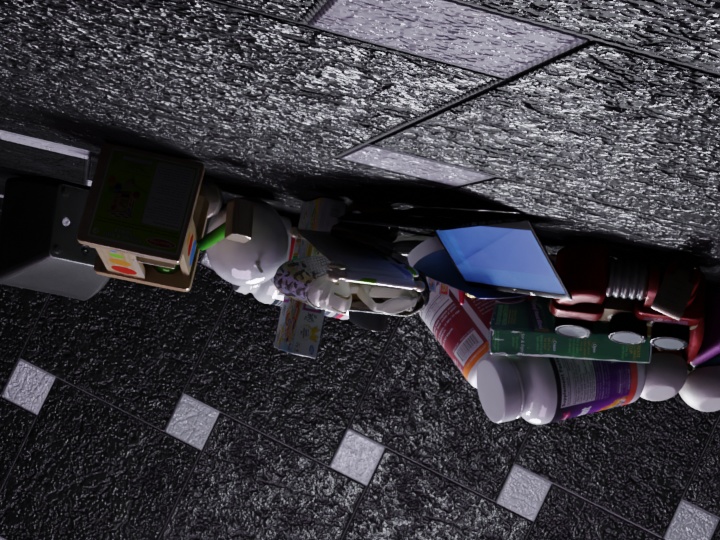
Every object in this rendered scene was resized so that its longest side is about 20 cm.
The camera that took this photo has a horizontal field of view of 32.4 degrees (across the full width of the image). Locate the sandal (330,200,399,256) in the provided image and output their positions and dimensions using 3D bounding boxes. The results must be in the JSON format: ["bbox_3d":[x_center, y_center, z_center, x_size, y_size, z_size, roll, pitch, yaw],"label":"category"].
[{"bbox_3d":[0.015,-0.059,1.521,0.081,0.055,0.200,17,-168,9],"label":"sandal"}]

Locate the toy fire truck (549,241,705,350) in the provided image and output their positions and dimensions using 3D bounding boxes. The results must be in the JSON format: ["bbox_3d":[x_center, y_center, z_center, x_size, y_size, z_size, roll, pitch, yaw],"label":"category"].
[{"bbox_3d":[0.307,0.022,1.405,0.174,0.130,0.200,7,158,7],"label":"toy fire truck"}]

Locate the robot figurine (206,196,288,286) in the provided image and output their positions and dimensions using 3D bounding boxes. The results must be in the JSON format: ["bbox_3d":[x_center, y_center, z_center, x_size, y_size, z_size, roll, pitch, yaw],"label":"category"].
[{"bbox_3d":[-0.158,-0.041,1.716,0.170,0.113,0.200,45,-178,-11],"label":"robot figurine"}]

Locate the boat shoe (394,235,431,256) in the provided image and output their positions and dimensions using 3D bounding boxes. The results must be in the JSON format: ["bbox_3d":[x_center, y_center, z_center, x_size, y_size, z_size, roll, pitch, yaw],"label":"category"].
[{"bbox_3d":[0.112,-0.003,1.801,0.198,0.068,0.072,10,145,8],"label":"boat shoe"}]

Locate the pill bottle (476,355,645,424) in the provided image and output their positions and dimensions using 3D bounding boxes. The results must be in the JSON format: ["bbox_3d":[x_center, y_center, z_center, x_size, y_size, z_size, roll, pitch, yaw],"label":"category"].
[{"bbox_3d":[0.256,0.136,1.600,0.198,0.113,0.111,-10,-176,-18],"label":"pill bottle"}]

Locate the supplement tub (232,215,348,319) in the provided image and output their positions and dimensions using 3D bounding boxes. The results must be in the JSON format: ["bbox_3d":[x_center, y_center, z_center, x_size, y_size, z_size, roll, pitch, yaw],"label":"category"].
[{"bbox_3d":[-0.092,-0.007,1.973,0.198,0.142,0.140,12,177,-17],"label":"supplement tub"}]

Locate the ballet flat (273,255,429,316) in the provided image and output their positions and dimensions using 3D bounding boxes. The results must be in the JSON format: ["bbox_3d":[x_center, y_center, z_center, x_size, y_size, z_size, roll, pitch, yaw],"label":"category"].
[{"bbox_3d":[-0.005,0.023,1.511,0.198,0.073,0.072,4,179,-18],"label":"ballet flat"}]

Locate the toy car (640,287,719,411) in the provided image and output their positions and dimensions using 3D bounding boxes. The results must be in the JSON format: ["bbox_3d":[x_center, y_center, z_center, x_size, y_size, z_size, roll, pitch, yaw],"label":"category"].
[{"bbox_3d":[0.442,0.081,1.666,0.198,0.176,0.150,13,140,-22],"label":"toy car"}]

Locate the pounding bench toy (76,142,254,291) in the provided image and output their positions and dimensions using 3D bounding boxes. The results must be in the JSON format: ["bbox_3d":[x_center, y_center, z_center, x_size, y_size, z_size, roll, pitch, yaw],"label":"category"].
[{"bbox_3d":[-0.225,-0.051,1.524,0.198,0.125,0.156,12,163,1],"label":"pounding bench toy"}]

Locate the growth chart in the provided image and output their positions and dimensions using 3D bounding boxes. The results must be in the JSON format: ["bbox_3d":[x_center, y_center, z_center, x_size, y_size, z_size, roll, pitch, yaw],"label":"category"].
[{"bbox_3d":[-0.001,-0.016,1.479,0.143,0.018,0.200,9,-165,-23],"label":"growth chart"}]

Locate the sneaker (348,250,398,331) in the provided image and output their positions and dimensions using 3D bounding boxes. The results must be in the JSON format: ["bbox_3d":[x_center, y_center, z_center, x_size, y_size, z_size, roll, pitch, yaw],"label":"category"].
[{"bbox_3d":[0.000,0.000,1.656,0.074,0.107,0.200,5,-160,-10],"label":"sneaker"}]

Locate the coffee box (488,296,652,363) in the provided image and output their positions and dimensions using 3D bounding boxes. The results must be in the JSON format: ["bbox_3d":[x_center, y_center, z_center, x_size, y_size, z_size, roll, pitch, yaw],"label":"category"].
[{"bbox_3d":[0.267,0.062,1.565,0.198,0.044,0.123,3,-150,12],"label":"coffee box"}]

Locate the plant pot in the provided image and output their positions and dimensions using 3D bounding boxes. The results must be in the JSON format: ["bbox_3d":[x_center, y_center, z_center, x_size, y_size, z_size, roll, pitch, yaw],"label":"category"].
[{"bbox_3d":[-0.540,-0.067,2.289,0.199,0.202,0.177,14,165,-37],"label":"plant pot"}]

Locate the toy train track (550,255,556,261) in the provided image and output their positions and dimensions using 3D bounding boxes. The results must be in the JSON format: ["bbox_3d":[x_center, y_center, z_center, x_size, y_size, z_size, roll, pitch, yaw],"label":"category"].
[{"bbox_3d":[0.269,0.003,1.789,0.114,0.033,0.200,12,176,2],"label":"toy train track"}]

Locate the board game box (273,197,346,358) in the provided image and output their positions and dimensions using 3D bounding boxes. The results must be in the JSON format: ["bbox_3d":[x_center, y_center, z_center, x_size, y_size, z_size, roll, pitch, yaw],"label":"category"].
[{"bbox_3d":[-0.068,0.009,1.626,0.034,0.202,0.134,12,177,-13],"label":"board game box"}]

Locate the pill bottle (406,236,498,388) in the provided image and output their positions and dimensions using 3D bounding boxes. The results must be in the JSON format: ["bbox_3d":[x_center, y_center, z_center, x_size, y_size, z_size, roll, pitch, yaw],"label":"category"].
[{"bbox_3d":[0.144,0.052,1.699,0.201,0.113,0.113,55,-162,25],"label":"pill bottle"}]

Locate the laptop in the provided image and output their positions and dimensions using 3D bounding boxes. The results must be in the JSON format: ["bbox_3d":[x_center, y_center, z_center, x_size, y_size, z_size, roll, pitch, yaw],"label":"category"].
[{"bbox_3d":[0.105,-0.015,1.381,0.199,0.104,0.177,-7,-171,-37],"label":"laptop"}]

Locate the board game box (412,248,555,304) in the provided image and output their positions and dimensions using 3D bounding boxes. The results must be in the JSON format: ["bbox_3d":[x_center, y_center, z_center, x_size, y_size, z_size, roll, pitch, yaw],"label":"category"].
[{"bbox_3d":[0.167,0.015,1.581,0.157,0.039,0.199,-16,-156,-33],"label":"board game box"}]

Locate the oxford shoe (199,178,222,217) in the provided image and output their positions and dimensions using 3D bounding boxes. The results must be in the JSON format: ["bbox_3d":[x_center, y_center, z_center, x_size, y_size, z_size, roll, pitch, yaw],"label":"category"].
[{"bbox_3d":[-0.279,-0.099,1.660,0.198,0.076,0.058,2,179,27],"label":"oxford shoe"}]
